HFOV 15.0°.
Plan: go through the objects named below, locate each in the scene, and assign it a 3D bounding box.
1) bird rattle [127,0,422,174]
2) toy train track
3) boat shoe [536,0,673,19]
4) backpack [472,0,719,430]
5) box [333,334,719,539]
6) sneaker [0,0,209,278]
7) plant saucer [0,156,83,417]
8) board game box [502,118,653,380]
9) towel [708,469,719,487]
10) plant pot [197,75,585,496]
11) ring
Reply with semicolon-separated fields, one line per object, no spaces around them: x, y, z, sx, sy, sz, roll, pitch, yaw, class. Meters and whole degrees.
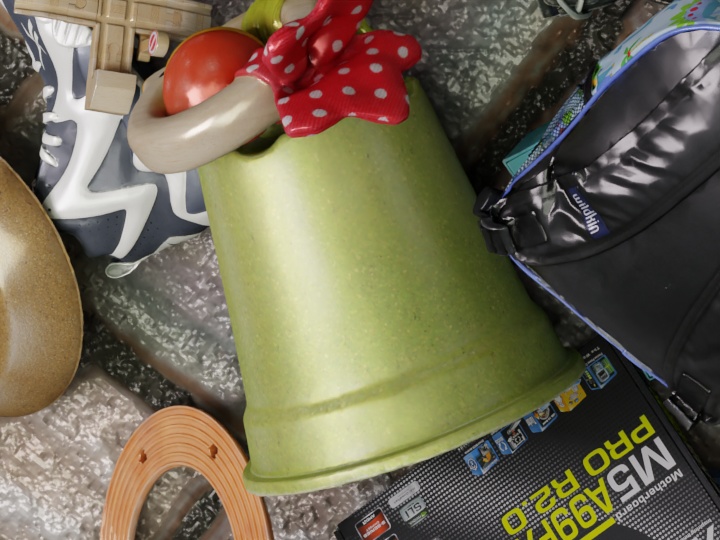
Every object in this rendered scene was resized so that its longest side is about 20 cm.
-0.047;-0.101;1.423;0.163;0.200;0.113;-34;120;12;bird rattle
-0.126;-0.187;1.499;0.114;0.033;0.201;7;85;-25;toy train track
0.113;-0.167;1.467;0.199;0.072;0.071;23;87;16;boat shoe
0.192;-0.052;1.366;0.183;0.147;0.200;42;134;3;backpack
0.103;0.154;1.529;0.200;0.044;0.160;-36;54;9;box
-0.171;-0.080;1.566;0.130;0.080;0.199;-40;106;14;sneaker
-0.250;0.005;1.598;0.200;0.035;0.201;19;126;28;plant saucer
0.200;-0.049;1.484;0.200;0.047;0.151;-29;100;34;board game box
0.162;0.171;1.592;0.199;0.049;0.112;-3;109;14;towel
0.000;0.000;1.499;0.200;0.200;0.185;-17;99;18;plant pot
-0.099;0.180;1.609;0.200;0.019;0.201;-2;87;55;ring
